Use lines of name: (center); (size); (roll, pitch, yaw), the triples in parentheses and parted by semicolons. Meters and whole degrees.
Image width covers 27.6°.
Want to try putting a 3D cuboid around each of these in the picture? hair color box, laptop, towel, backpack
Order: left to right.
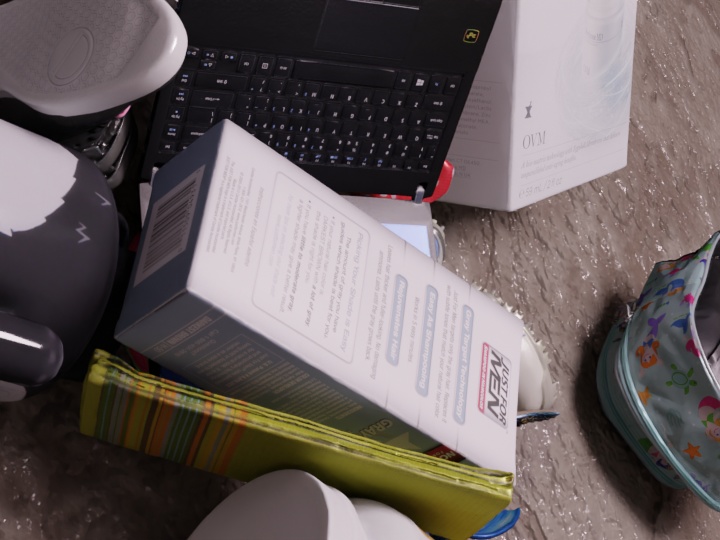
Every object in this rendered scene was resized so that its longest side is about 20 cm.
towel: (-0.033, 0.084, 0.679); (0.198, 0.086, 0.018); (17, 65, -6)
laptop: (-0.015, -0.041, 0.746); (0.176, 0.201, 0.104); (2, 34, -27)
hair color box: (-0.012, 0.028, 0.694); (0.199, 0.060, 0.100); (33, 46, -28)
backpack: (0.275, 0.087, 1.141); (0.178, 0.150, 0.200); (50, 30, -11)

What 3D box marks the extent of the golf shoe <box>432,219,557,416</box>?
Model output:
golf shoe: (0.044, 0.041, 0.969); (0.200, 0.078, 0.097); (47, 55, -11)

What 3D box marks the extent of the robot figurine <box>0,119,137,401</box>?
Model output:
robot figurine: (-0.187, -0.014, 0.648); (0.199, 0.149, 0.126); (22, 71, -43)

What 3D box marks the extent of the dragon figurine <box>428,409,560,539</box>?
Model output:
dragon figurine: (0.059, 0.142, 0.911); (0.199, 0.059, 0.100); (-5, 72, -49)

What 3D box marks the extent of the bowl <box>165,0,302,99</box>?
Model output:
bowl: (-0.091, -0.176, 0.818); (0.199, 0.074, 0.201); (32, 42, -40)

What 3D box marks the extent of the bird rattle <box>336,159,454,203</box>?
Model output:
bird rattle: (0.000, 0.000, 0.838); (0.162, 0.112, 0.202); (-13, 99, -50)

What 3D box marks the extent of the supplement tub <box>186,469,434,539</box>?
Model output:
supplement tub: (0.009, 0.198, 0.680); (0.200, 0.144, 0.146); (41, 40, -26)

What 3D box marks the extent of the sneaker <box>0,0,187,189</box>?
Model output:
sneaker: (-0.130, -0.086, 0.718); (0.099, 0.199, 0.071); (34, 65, -41)

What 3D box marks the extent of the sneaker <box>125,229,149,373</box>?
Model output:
sneaker: (-0.081, -0.019, 0.829); (0.084, 0.076, 0.201); (35, 44, -27)

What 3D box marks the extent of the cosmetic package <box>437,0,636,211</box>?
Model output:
cosmetic package: (0.107, -0.163, 1.047); (0.199, 0.122, 0.202); (-22, 116, -54)
